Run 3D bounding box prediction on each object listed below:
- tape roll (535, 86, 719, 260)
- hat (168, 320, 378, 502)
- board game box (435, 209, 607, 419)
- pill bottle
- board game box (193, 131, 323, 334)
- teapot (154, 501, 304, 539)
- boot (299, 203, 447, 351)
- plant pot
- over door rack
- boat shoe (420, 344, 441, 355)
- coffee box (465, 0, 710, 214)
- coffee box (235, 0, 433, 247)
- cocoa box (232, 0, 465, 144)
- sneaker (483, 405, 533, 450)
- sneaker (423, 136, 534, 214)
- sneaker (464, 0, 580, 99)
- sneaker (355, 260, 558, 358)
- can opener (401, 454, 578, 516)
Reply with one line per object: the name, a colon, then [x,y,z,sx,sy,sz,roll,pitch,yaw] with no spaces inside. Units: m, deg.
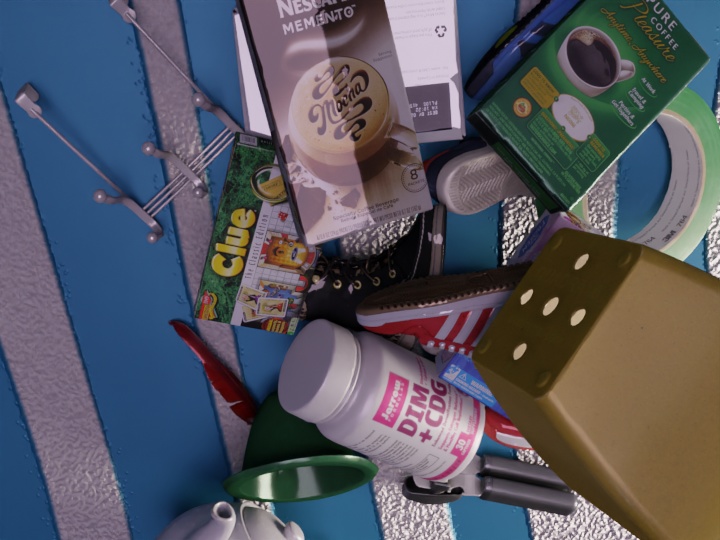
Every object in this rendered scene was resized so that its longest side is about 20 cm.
tape roll: [0.267,-0.088,0.932,0.196,0.048,0.205,-7,109,-21]
hat: [-0.079,0.142,1.023,0.163,0.179,0.200,-19,153,21]
board game box: [0.207,0.068,0.912,0.198,0.041,0.201,30,111,-12]
pill bottle: [0.022,0.131,0.956,0.198,0.114,0.114,27,105,-30]
board game box: [-0.087,-0.027,0.875,0.103,0.024,0.202,11,126,-12]
teapot: [-0.118,0.321,1.004,0.145,0.200,0.199,-38,96,3]
boot: [0.000,0.002,0.930,0.151,0.074,0.205,12,142,-3]
plant pot: [0.208,0.078,0.750,0.175,0.200,0.202,36,87,-18]
over door rack: [-0.220,-0.143,0.913,0.147,0.067,0.200,-40,105,8]
boat shoe: [0.155,0.066,0.999,0.196,0.072,0.070,0,147,-19]
coffee box: [0.203,-0.162,0.840,0.123,0.044,0.200,44,82,-7]
coffee box: [-0.022,-0.136,0.767,0.111,0.080,0.204,-17,103,-6]
cocoa box: [-0.011,-0.188,0.875,0.195,0.132,0.136,-6,109,-1]
sneaker: [0.224,0.118,0.998,0.196,0.079,0.117,-6,125,-14]
sneaker: [0.146,-0.109,0.945,0.196,0.084,0.077,-11,111,-26]
sneaker: [0.190,-0.223,0.909,0.200,0.066,0.079,-42,104,9]
sneaker: [0.098,0.062,0.851,0.196,0.071,0.115,-8,110,3]
can opener: [0.146,0.238,1.064,0.196,0.053,0.067,9,141,-4]
